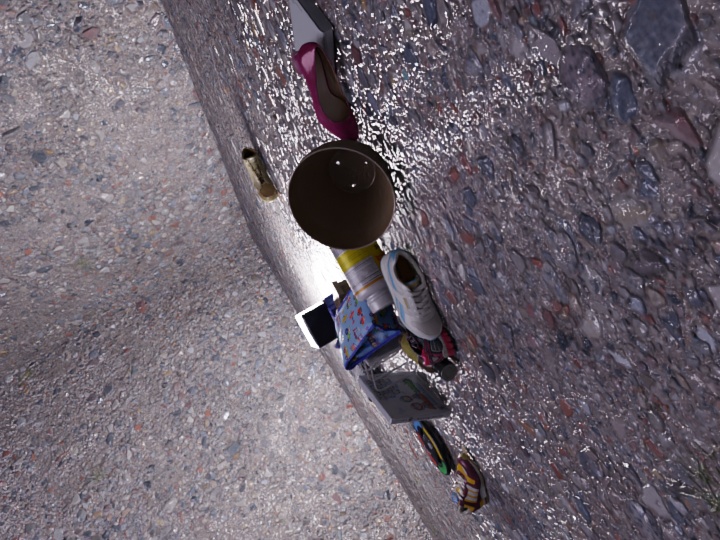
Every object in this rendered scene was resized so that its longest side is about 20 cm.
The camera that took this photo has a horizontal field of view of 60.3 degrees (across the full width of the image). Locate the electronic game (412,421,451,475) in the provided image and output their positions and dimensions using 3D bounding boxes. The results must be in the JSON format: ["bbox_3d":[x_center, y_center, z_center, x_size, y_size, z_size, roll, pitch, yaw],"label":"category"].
[{"bbox_3d":[0.220,0.541,1.921,0.202,0.041,0.201,57,166,21],"label":"electronic game"}]

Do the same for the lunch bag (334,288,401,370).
[{"bbox_3d":[-0.008,0.140,1.545,0.200,0.093,0.152,-47,44,34],"label":"lunch bag"}]

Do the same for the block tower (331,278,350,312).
[{"bbox_3d":[-0.038,0.109,1.727,0.054,0.057,0.202,56,162,40],"label":"block tower"}]

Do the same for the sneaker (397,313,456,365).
[{"bbox_3d":[0.128,0.135,1.357,0.200,0.074,0.082,40,155,61],"label":"sneaker"}]

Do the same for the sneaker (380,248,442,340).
[{"bbox_3d":[0.107,0.052,1.265,0.202,0.076,0.081,60,165,-1],"label":"sneaker"}]

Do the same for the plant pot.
[{"bbox_3d":[-0.024,-0.160,1.157,0.135,0.197,0.203,-73,-34,-56],"label":"plant pot"}]

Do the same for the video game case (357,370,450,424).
[{"bbox_3d":[0.111,0.328,1.623,0.200,0.179,0.024,43,127,55],"label":"video game case"}]

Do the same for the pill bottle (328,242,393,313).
[{"bbox_3d":[0.012,-0.007,1.436,0.202,0.108,0.109,60,167,7],"label":"pill bottle"}]

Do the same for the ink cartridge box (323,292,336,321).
[{"bbox_3d":[-0.016,0.143,1.842,0.203,0.118,0.042,65,167,-14],"label":"ink cartridge box"}]

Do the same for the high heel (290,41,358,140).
[{"bbox_3d":[-0.048,-0.316,1.118,0.096,0.067,0.202,18,142,61],"label":"high heel"}]

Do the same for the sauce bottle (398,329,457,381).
[{"bbox_3d":[0.151,0.191,1.400,0.066,0.064,0.200,67,168,-23],"label":"sauce bottle"}]

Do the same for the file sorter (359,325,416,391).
[{"bbox_3d":[0.046,0.202,1.653,0.200,0.137,0.126,45,155,51],"label":"file sorter"}]

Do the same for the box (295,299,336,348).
[{"bbox_3d":[-0.088,0.145,1.954,0.125,0.196,0.200,61,168,-1],"label":"box"}]

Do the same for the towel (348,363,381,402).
[{"bbox_3d":[0.014,0.374,2.291,0.166,0.085,0.202,51,164,36],"label":"towel"}]

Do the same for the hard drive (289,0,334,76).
[{"bbox_3d":[-0.089,-0.416,1.165,0.133,0.026,0.201,57,166,21],"label":"hard drive"}]

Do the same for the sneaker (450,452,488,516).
[{"bbox_3d":[0.278,0.574,1.644,0.075,0.089,0.203,40,155,58],"label":"sneaker"}]

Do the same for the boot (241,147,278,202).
[{"bbox_3d":[-0.383,-0.363,2.346,0.201,0.072,0.157,58,171,41],"label":"boot"}]
